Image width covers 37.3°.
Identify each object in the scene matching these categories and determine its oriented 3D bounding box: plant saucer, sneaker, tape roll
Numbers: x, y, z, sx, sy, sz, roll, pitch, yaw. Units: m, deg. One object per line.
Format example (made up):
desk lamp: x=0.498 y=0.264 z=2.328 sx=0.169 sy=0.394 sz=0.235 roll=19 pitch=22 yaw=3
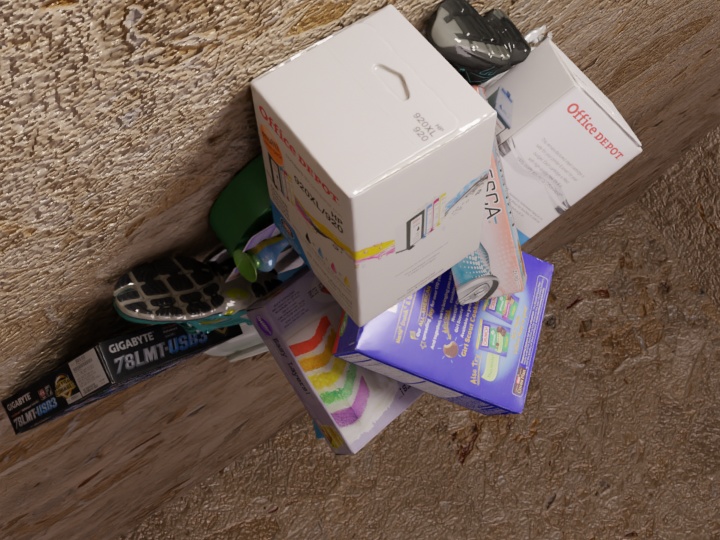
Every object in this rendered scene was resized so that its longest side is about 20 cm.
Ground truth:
plant saucer: x=-0.136 y=0.084 z=1.450 sx=0.198 sy=0.051 sz=0.200 roll=-19 pitch=175 yaw=-2
sneaker: x=0.102 y=-0.204 z=1.013 sx=0.079 sy=0.076 sz=0.200 roll=-37 pitch=170 yaw=24
sneaker: x=-0.168 y=0.037 z=1.107 sx=0.199 sy=0.078 sz=0.080 roll=-1 pitch=137 yaw=-44
tape roll: x=-0.060 y=-0.084 z=1.096 sx=0.199 sy=0.048 sz=0.201 roll=-34 pitch=170 yaw=-7

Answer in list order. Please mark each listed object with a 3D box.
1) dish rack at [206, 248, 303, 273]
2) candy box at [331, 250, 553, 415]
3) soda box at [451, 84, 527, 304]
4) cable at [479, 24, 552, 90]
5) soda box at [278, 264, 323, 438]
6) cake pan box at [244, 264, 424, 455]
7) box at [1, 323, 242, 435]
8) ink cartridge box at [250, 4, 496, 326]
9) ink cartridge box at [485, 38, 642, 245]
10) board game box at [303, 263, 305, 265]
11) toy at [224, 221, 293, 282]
dish rack: x=-0.121 y=0.001 z=1.297 sx=0.171 sy=0.044 sz=0.200 roll=-32 pitch=170 yaw=-26
candy box: x=0.087 y=0.041 z=1.113 sx=0.077 sy=0.198 sz=0.171 roll=-23 pitch=-133 yaw=63
soda box: x=0.108 y=-0.074 z=1.036 sx=0.068 sy=0.202 sz=0.064 roll=-13 pitch=-174 yaw=14
cable: x=0.165 y=-0.166 z=1.252 sx=0.200 sy=0.069 sz=0.201 roll=-40 pitch=159 yaw=-16
soda box: x=-0.037 y=0.092 z=1.269 sx=0.067 sy=0.202 sz=0.064 roll=-15 pitch=176 yaw=19
cake pan box: x=0.003 y=0.066 z=1.141 sx=0.199 sy=0.185 sz=0.052 roll=-35 pitch=-169 yaw=-31
box: x=-0.263 y=0.106 z=1.185 sx=0.197 sy=0.050 sz=0.199 roll=-25 pitch=177 yaw=39
ink cartridge box: x=0.011 y=-0.086 z=0.909 sx=0.144 sy=0.147 sz=0.201 roll=-32 pitch=152 yaw=-17
ink cartridge box: x=0.172 y=-0.122 z=1.129 sx=0.200 sy=0.086 sz=0.146 roll=-40 pitch=135 yaw=20
board game box: x=-0.027 y=-0.008 z=1.576 sx=0.199 sy=0.037 sz=0.151 roll=-30 pitch=169 yaw=-24
toy: x=-0.039 y=-0.042 z=1.087 sx=0.199 sy=0.047 sz=0.115 roll=-29 pitch=169 yaw=-29
